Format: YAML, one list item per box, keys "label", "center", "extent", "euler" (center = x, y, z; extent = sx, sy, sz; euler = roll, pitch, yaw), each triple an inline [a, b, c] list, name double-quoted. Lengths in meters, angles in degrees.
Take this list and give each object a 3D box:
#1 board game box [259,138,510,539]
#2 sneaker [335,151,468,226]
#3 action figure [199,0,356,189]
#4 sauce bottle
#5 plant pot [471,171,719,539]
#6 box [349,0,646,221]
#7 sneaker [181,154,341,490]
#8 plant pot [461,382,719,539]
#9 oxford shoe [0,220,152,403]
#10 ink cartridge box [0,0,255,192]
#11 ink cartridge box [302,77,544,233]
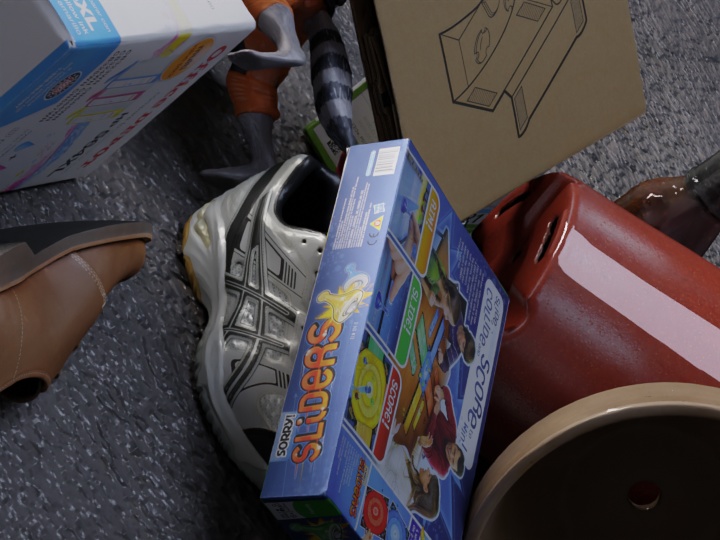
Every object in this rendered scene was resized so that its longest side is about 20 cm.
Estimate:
- label: "board game box"
  center: [0.017, 0.057, 1.146]
  extent: [0.135, 0.034, 0.200]
  euler: [56, 38, -44]
- label: "sneaker"
  center: [0.000, 0.000, 1.304]
  extent: [0.090, 0.078, 0.200]
  euler: [23, 34, -2]
- label: "action figure"
  center: [-0.033, -0.133, 1.295]
  extent: [0.200, 0.105, 0.194]
  euler: [86, 15, -55]
- label: "sauce bottle"
  center: [0.159, -0.010, 1.431]
  extent: [0.066, 0.200, 0.066]
  euler: [40, 29, -27]
- label: "plant pot"
  center: [0.141, 0.059, 1.333]
  extent: [0.195, 0.201, 0.201]
  euler: [36, 27, -16]
- label: "box"
  center: [0.075, -0.127, 1.300]
  extent: [0.200, 0.021, 0.164]
  euler: [-30, 117, -40]
- label: "sneaker"
  center: [-0.031, 0.024, 1.177]
  extent: [0.076, 0.088, 0.200]
  euler: [30, 33, -44]
- label: "plant pot"
  center: [0.147, 0.133, 1.213]
  extent: [0.201, 0.201, 0.093]
  euler: [44, 19, -18]
- label: "oxford shoe"
  center: [-0.143, 0.017, 1.035]
  extent: [0.200, 0.071, 0.071]
  euler: [-30, 112, -68]
- label: "ink cartridge box"
  center: [-0.154, -0.120, 1.103]
  extent: [0.125, 0.129, 0.200]
  euler: [56, 24, 8]
- label: "ink cartridge box"
  center: [0.087, -0.109, 1.437]
  extent: [0.076, 0.200, 0.148]
  euler: [59, 25, 16]
